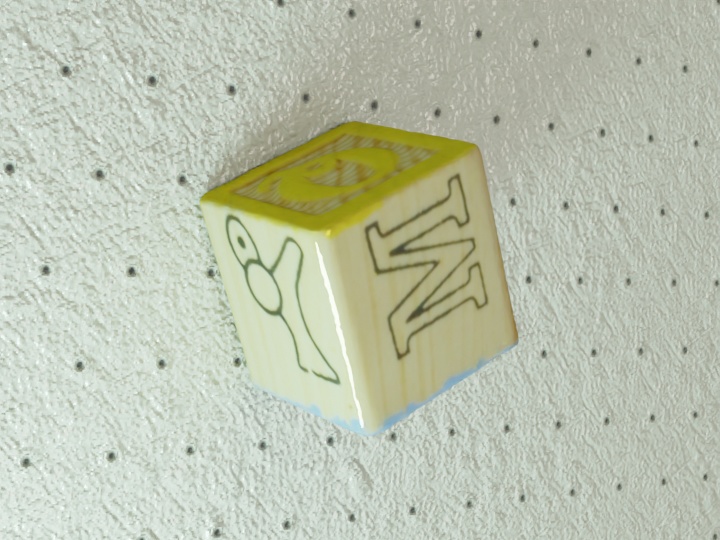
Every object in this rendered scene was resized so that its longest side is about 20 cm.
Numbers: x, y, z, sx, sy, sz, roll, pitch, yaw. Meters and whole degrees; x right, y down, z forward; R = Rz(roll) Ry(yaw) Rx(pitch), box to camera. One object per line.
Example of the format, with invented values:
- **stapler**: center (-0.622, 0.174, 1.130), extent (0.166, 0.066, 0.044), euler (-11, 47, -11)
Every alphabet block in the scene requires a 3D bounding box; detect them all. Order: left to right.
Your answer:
- **alphabet block**: center (0.000, 0.000, 1.319), extent (0.196, 0.195, 0.201), euler (-30, 119, -32)
